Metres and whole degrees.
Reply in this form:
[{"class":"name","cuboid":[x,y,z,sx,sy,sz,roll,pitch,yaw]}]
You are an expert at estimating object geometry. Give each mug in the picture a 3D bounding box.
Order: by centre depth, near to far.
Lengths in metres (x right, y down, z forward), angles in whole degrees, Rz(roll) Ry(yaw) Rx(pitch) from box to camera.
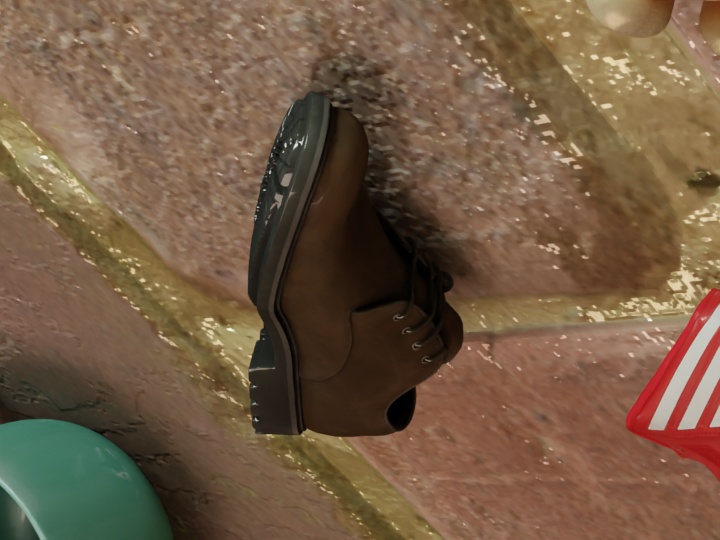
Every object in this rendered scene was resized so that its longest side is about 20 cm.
[{"class":"mug","cuboid":[-0.180,0.158,1.221,0.185,0.114,0.153,-20,88,38]}]

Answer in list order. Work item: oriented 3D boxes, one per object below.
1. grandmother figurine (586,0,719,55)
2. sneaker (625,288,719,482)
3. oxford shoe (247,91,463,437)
[{"class":"grandmother figurine","cuboid":[0.112,-0.128,0.594,0.121,0.061,0.200,6,152,-13]},{"class":"sneaker","cuboid":[0.168,0.078,0.868,0.115,0.078,0.201,18,138,39]},{"class":"oxford shoe","cuboid":[0.000,0.000,0.904,0.084,0.073,0.200,8,150,6]}]
